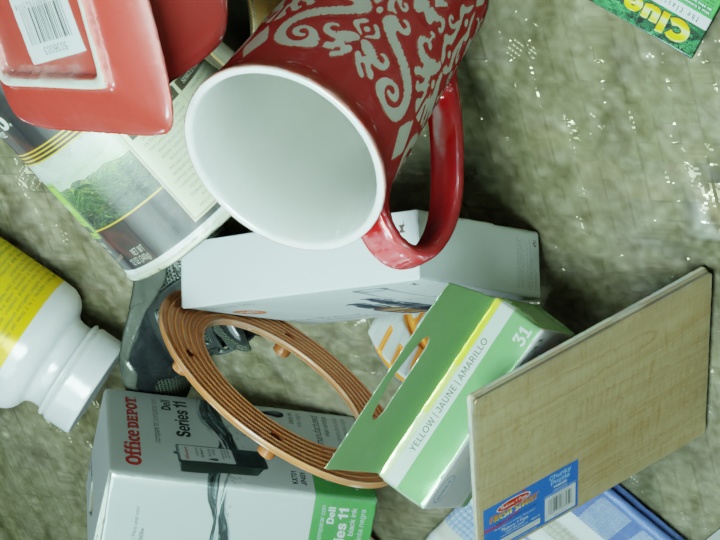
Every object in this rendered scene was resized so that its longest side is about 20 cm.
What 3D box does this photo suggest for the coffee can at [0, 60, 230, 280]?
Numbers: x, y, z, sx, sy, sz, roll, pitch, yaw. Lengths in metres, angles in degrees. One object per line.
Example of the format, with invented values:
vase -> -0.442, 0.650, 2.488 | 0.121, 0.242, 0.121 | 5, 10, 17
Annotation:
coffee can -> -0.169, -0.115, 1.683 | 0.146, 0.147, 0.200 | -27, 111, 43

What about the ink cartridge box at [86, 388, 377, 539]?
ink cartridge box -> -0.098, 0.162, 1.829 | 0.198, 0.147, 0.084 | 7, 111, -11

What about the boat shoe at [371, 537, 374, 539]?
boat shoe -> 0.032, 0.255, 1.959 | 0.064, 0.071, 0.200 | -29, 115, 33

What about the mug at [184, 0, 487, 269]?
mug -> -0.003, -0.110, 1.549 | 0.132, 0.200, 0.178 | 7, 132, 25

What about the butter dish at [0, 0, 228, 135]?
butter dish -> -0.147, -0.196, 1.523 | 0.199, 0.147, 0.201 | 7, 116, 52

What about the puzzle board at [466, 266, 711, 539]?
puzzle board -> 0.153, 0.095, 1.660 | 0.017, 0.199, 0.151 | 42, 149, 40

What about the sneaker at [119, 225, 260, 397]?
sneaker -> -0.115, 0.048, 1.848 | 0.114, 0.076, 0.200 | 28, 132, 15

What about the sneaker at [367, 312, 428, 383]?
sneaker -> 0.094, 0.085, 1.762 | 0.199, 0.078, 0.077 | 28, 158, 16

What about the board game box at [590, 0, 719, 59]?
board game box -> 0.136, -0.216, 1.500 | 0.199, 0.024, 0.105 | 30, 135, 4

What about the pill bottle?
pill bottle -> -0.285, 0.036, 1.915 | 0.199, 0.112, 0.111 | 33, 137, 0

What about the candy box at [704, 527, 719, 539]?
candy box -> 0.338, 0.252, 1.764 | 0.200, 0.072, 0.168 | 38, 137, -4

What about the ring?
ring -> -0.056, 0.083, 1.691 | 0.200, 0.201, 0.019 | 35, 109, -2

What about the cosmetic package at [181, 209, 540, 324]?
cosmetic package -> 0.000, 0.000, 1.689 | 0.199, 0.052, 0.150 | -7, 169, 36

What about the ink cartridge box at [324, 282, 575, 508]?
ink cartridge box -> 0.063, 0.084, 1.617 | 0.048, 0.200, 0.146 | 35, 97, 17

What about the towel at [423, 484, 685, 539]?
towel -> 0.143, 0.211, 1.881 | 0.147, 0.024, 0.200 | 39, 135, -2

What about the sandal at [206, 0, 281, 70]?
sandal -> -0.061, -0.150, 1.645 | 0.054, 0.081, 0.200 | -25, 115, 26
